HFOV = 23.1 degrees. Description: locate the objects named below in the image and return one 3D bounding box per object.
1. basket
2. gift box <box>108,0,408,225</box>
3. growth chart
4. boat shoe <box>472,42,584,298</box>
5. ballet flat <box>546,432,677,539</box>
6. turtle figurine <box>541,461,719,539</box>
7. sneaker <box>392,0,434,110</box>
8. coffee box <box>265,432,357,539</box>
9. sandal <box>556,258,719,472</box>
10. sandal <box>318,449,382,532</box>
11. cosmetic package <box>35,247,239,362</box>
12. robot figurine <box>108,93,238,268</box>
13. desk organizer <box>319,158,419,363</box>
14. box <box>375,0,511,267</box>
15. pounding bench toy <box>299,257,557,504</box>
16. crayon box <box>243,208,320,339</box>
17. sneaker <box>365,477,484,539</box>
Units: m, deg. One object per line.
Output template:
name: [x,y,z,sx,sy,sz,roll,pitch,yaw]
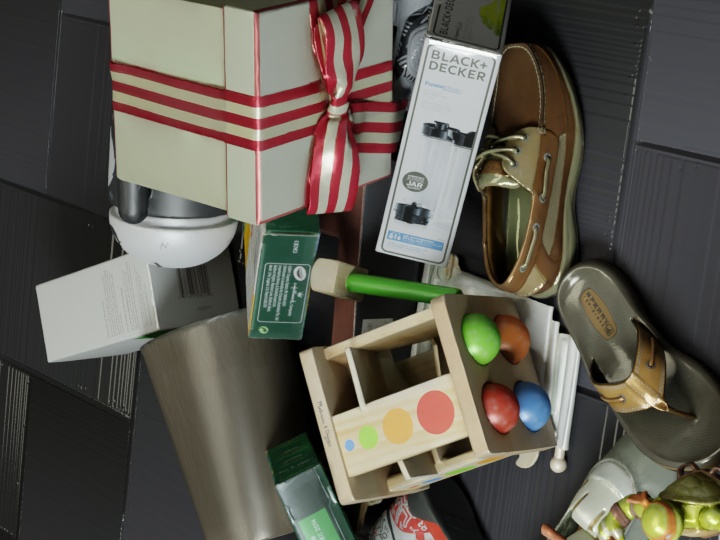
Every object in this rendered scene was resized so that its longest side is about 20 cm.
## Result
basket: [-0.109,0.148,1.615,0.180,0.135,0.202,-29,76,61]
gift box: [-0.066,-0.155,1.374,0.186,0.199,0.186,18,122,37]
growth chart: [0.108,0.072,1.455,0.199,0.018,0.146,29,114,42]
boat shoe: [0.128,-0.078,1.381,0.075,0.073,0.202,-4,89,47]
ballet flat: [0.179,0.203,1.354,0.067,0.063,0.201,47,124,34]
turtle figurine: [0.235,0.164,1.219,0.199,0.160,0.065,-9,86,47]
sneaker: [0.054,-0.239,1.454,0.115,0.075,0.201,45,120,38]
coffee box: [-0.033,0.207,1.457,0.200,0.044,0.124,-151,36,-84]
sandal: [0.204,0.068,1.314,0.082,0.054,0.201,-43,58,22]
sandal: [0.010,0.168,1.523,0.078,0.069,0.212,62,168,19]
cosmetic package: [-0.222,0.032,1.744,0.199,0.107,0.086,-18,81,48]
robot figurine: [-0.168,-0.103,1.587,0.125,0.149,0.202,29,119,56]
desk organizer: [0.000,0.000,1.529,0.077,0.071,0.202,13,102,48]
box: [0.066,-0.118,1.381,0.060,0.117,0.201,13,125,1]
pounding bench toy: [0.051,0.063,1.394,0.155,0.124,0.202,-23,77,29]
crayon box: [-0.071,-0.056,1.533,0.126,0.051,0.201,101,167,-44]
sneaker: [0.070,0.281,1.478,0.108,0.067,0.203,-45,58,40]
